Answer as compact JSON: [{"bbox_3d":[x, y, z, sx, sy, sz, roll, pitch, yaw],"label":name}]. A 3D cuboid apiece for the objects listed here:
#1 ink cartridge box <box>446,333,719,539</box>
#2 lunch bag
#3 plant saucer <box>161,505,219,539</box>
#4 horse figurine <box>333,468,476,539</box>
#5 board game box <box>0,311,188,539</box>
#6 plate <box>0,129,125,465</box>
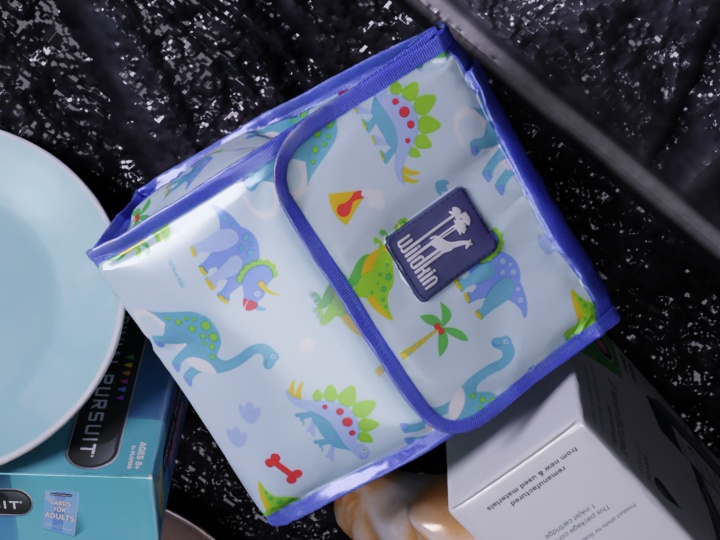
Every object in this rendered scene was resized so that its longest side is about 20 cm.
[{"bbox_3d":[0.135,0.125,1.024,0.084,0.146,0.200,-37,112,17],"label":"ink cartridge box"},{"bbox_3d":[0.000,0.000,0.966,0.199,0.128,0.171,-28,104,16],"label":"lunch bag"},{"bbox_3d":[-0.149,0.198,1.148,0.199,0.035,0.201,2,119,3],"label":"plant saucer"},{"bbox_3d":[0.034,0.145,1.056,0.199,0.050,0.133,16,132,47],"label":"horse figurine"},{"bbox_3d":[-0.190,0.070,1.010,0.199,0.151,0.047,1,124,3],"label":"board game box"},{"bbox_3d":[-0.212,0.016,0.975,0.199,0.201,0.026,7,150,0],"label":"plate"}]
